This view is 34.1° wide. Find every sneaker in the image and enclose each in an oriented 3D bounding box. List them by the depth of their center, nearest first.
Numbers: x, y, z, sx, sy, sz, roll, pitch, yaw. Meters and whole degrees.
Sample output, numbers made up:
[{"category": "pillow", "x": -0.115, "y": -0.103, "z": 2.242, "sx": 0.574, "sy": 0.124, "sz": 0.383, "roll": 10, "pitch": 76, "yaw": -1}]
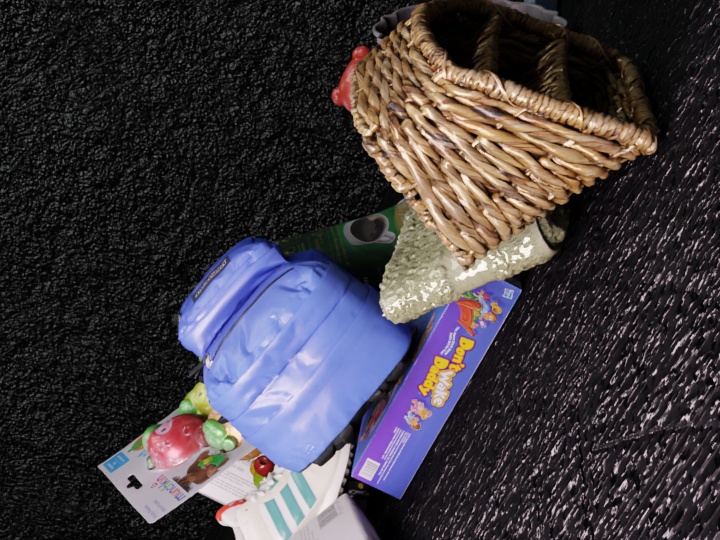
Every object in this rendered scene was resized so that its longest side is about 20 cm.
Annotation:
[{"category": "sneaker", "x": -0.070, "y": 0.198, "z": 1.005, "sx": 0.070, "sy": 0.093, "sz": 0.200, "roll": 132, "pitch": 156, "yaw": -73}]

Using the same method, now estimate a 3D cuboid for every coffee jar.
[{"category": "coffee jar", "x": 0.000, "y": 0.000, "z": 1.081, "sx": 0.104, "sy": 0.200, "sz": 0.085, "roll": -105, "pitch": -3, "yaw": -59}]

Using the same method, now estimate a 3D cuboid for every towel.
[{"category": "towel", "x": 0.087, "y": -0.036, "z": 0.872, "sx": 0.148, "sy": 0.037, "sz": 0.200, "roll": -25, "pitch": 19, "yaw": 23}]

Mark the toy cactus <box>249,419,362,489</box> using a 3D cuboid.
[{"category": "toy cactus", "x": -0.045, "y": 0.177, "z": 1.214, "sx": 0.200, "sy": 0.102, "sz": 0.165, "roll": -50, "pitch": -26, "yaw": -40}]

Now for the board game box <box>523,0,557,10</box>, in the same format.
[{"category": "board game box", "x": 0.197, "y": -0.271, "z": 1.470, "sx": 0.151, "sy": 0.037, "sz": 0.200, "roll": -62, "pitch": 3, "yaw": 30}]

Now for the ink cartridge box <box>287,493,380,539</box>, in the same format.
[{"category": "ink cartridge box", "x": -0.060, "y": 0.247, "z": 0.864, "sx": 0.176, "sy": 0.045, "sz": 0.200, "roll": -37, "pitch": 1, "yaw": -5}]

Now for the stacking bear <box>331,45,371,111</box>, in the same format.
[{"category": "stacking bear", "x": 0.069, "y": -0.179, "z": 1.324, "sx": 0.122, "sy": 0.200, "sz": 0.114, "roll": -61, "pitch": 4, "yaw": 29}]

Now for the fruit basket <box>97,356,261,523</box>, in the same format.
[{"category": "fruit basket", "x": -0.143, "y": 0.142, "z": 1.098, "sx": 0.200, "sy": 0.094, "sz": 0.185, "roll": -30, "pitch": 19, "yaw": -19}]

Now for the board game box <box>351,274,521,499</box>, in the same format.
[{"category": "board game box", "x": 0.061, "y": 0.067, "z": 0.954, "sx": 0.200, "sy": 0.045, "sz": 0.134, "roll": -62, "pitch": 4, "yaw": 19}]

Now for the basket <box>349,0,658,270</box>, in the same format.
[{"category": "basket", "x": 0.091, "y": -0.123, "z": 0.773, "sx": 0.149, "sy": 0.143, "sz": 0.200, "roll": -34, "pitch": 15, "yaw": 22}]

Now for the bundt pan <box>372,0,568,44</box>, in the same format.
[{"category": "bundt pan", "x": 0.114, "y": -0.219, "z": 1.219, "sx": 0.202, "sy": 0.201, "sz": 0.076, "roll": -70, "pitch": -20, "yaw": -61}]

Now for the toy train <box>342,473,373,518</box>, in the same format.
[{"category": "toy train", "x": -0.020, "y": 0.212, "z": 1.091, "sx": 0.200, "sy": 0.034, "sz": 0.046, "roll": 129, "pitch": 149, "yaw": -72}]

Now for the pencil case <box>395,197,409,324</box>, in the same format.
[{"category": "pencil case", "x": 0.041, "y": 0.006, "z": 1.295, "sx": 0.200, "sy": 0.091, "sz": 0.083, "roll": -58, "pitch": 6, "yaw": 45}]

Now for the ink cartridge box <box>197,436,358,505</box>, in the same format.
[{"category": "ink cartridge box", "x": -0.079, "y": 0.183, "z": 1.322, "sx": 0.200, "sy": 0.146, "sz": 0.083, "roll": -63, "pitch": 3, "yaw": -7}]

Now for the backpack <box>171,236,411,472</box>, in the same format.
[{"category": "backpack", "x": -0.059, "y": 0.063, "z": 0.925, "sx": 0.163, "sy": 0.168, "sz": 0.200, "roll": -54, "pitch": 12, "yaw": 1}]
